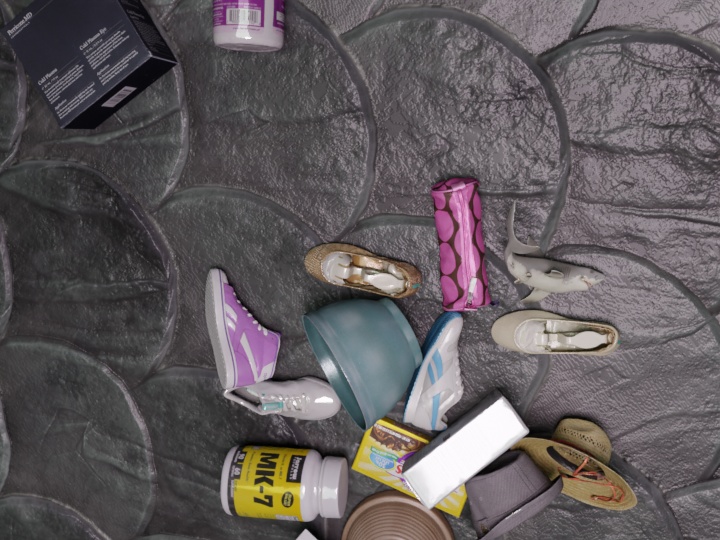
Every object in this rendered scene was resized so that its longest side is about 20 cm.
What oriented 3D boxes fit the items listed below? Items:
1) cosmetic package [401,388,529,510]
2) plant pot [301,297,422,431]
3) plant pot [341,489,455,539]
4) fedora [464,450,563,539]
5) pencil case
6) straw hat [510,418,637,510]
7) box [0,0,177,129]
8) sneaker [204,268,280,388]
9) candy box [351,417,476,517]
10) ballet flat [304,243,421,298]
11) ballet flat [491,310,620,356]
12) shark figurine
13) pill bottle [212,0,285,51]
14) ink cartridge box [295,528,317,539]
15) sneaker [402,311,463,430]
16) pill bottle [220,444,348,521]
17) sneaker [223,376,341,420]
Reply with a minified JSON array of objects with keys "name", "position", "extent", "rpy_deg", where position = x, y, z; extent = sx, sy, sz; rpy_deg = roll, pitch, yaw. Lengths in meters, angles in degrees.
[{"name":"cosmetic package","position":[0.162,0.277,1.169],"extent":[0.199,0.102,0.074],"rpy_deg":[-40,85,2]},{"name":"plant pot","position":[0.013,0.126,1.159],"extent":[0.133,0.200,0.203],"rpy_deg":[-28,93,-13]},{"name":"plant pot","position":[0.058,0.481,1.242],"extent":[0.196,0.093,0.205],"rpy_deg":[2,100,11]},{"name":"fedora","position":[0.218,0.342,1.151],"extent":[0.175,0.201,0.091],"rpy_deg":[-28,73,-22]},{"name":"pencil case","position":[0.156,-0.040,1.143],"extent":[0.089,0.094,0.204],"rpy_deg":[-8,96,12]},{"name":"straw hat","position":[0.340,0.280,1.156],"extent":[0.199,0.202,0.086],"rpy_deg":[30,63,5]},{"name":"box","position":[-0.433,-0.360,1.201],"extent":[0.198,0.104,0.184],"rpy_deg":[-31,93,13]},{"name":"sneaker","position":[-0.195,0.091,1.252],"extent":[0.112,0.073,0.204],"rpy_deg":[-8,76,-26]},{"name":"candy box","position":[0.092,0.323,1.244],"extent":[0.197,0.026,0.104],"rpy_deg":[22,103,7]},{"name":"ballet flat","position":[0.000,0.000,1.193],"extent":[0.196,0.065,0.072],"rpy_deg":[9,100,10]},{"name":"ballet flat","position":[0.301,0.100,1.151],"extent":[0.196,0.069,0.071],"rpy_deg":[1,99,11]},{"name":"shark figurine","position":[0.257,-0.023,1.124],"extent":[0.127,0.212,0.091],"rpy_deg":[-26,52,41]},{"name":"pill bottle","position":[-0.169,-0.444,1.134],"extent":[0.110,0.112,0.205],"rpy_deg":[4,99,10]},{"name":"ink cartridge box","position":[-0.031,0.521,1.239],"extent":[0.199,0.100,0.039],"rpy_deg":[40,63,19]},{"name":"sneaker","position":[0.131,0.160,1.193],"extent":[0.079,0.077,0.203],"rpy_deg":[18,108,0]},{"name":"pill bottle","position":[-0.124,0.355,1.246],"extent":[0.196,0.114,0.117],"rpy_deg":[1,99,10]},{"name":"sneaker","position":[-0.132,0.217,1.239],"extent":[0.196,0.088,0.077],"rpy_deg":[7,99,9]}]
